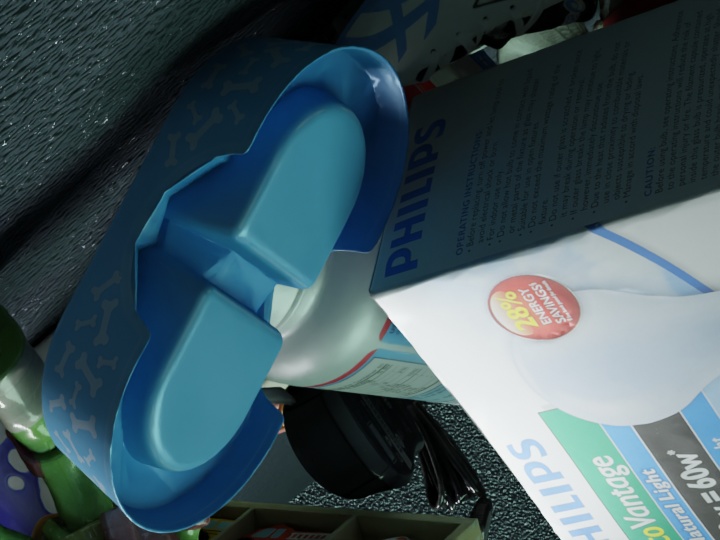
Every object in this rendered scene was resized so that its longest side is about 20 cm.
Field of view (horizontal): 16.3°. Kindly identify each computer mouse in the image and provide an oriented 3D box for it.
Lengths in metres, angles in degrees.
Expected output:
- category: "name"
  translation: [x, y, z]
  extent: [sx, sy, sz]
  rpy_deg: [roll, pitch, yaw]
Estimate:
- category: "computer mouse"
  translation: [0.011, 0.096, 1.239]
  extent: [0.046, 0.141, 0.200]
  rpy_deg: [-33, -174, 10]

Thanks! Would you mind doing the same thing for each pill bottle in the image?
- category: "pill bottle"
  translation: [0.000, 0.000, 1.119]
  extent: [0.199, 0.109, 0.109]
  rpy_deg: [11, 133, -48]

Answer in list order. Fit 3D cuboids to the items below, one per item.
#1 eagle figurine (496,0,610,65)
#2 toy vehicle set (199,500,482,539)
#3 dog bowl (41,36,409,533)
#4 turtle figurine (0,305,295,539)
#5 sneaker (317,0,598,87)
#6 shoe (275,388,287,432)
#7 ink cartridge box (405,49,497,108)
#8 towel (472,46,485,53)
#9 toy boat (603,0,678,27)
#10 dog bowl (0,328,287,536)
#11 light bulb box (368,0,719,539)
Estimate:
- category: "eagle figurine"
  translation: [0.151, -0.089, 1.317]
  extent: [0.151, 0.152, 0.200]
  rpy_deg: [-26, -175, 0]
- category: "toy vehicle set"
  translation: [-0.056, 0.150, 1.167]
  extent: [0.199, 0.027, 0.124]
  rpy_deg: [0, -155, 37]
- category: "dog bowl"
  translation: [-0.054, 0.000, 0.966]
  extent: [0.201, 0.049, 0.111]
  rpy_deg: [-63, 149, -6]
- category: "turtle figurine"
  translation: [-0.134, 0.098, 1.062]
  extent: [0.143, 0.194, 0.201]
  rpy_deg: [-21, -139, 22]
- category: "sneaker"
  translation: [0.053, -0.118, 1.058]
  extent: [0.200, 0.073, 0.072]
  rpy_deg: [-39, 175, -16]
- category: "shoe"
  translation: [-0.056, 0.074, 1.567]
  extent: [0.199, 0.072, 0.091]
  rpy_deg: [-27, -179, 26]
- category: "ink cartridge box"
  translation: [0.018, -0.051, 1.308]
  extent: [0.116, 0.067, 0.200]
  rpy_deg: [-44, 173, 18]
- category: "towel"
  translation: [0.138, -0.192, 1.285]
  extent: [0.200, 0.030, 0.146]
  rpy_deg: [-37, 174, -33]
- category: "toy boat"
  translation: [0.184, -0.083, 1.112]
  extent: [0.129, 0.132, 0.200]
  rpy_deg: [3, 175, -9]
- category: "dog bowl"
  translation: [-0.122, 0.075, 1.256]
  extent: [0.200, 0.079, 0.200]
  rpy_deg: [-41, 174, -5]
- category: "light bulb box"
  translation: [0.142, 0.005, 1.031]
  extent: [0.199, 0.199, 0.125]
  rpy_deg: [-18, -142, 29]
